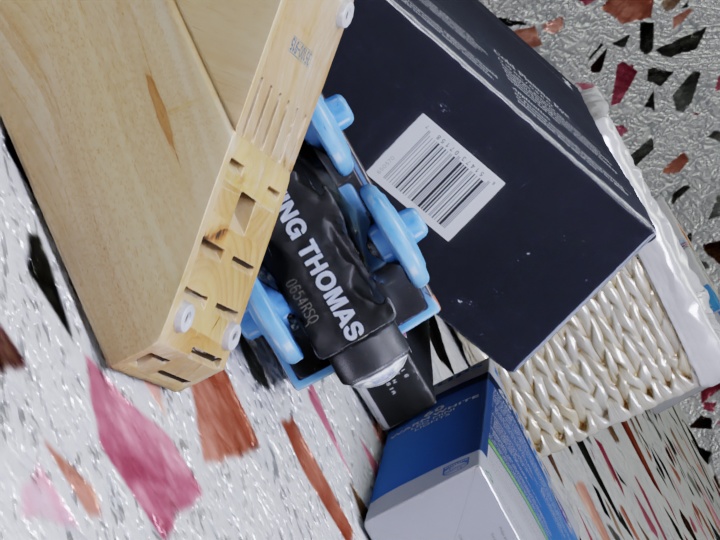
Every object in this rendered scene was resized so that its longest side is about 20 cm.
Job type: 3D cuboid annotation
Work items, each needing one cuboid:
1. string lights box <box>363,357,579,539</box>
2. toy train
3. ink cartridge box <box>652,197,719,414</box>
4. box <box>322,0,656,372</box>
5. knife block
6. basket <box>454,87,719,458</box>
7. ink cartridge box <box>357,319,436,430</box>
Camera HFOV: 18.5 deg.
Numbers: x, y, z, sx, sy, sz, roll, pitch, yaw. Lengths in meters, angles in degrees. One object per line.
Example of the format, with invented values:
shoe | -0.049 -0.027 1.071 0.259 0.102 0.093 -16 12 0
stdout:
string lights box | 0.057 0.117 1.016 0.103 0.059 0.200 62 9 -7
toy train | -0.039 -0.044 0.889 0.201 0.086 0.114 60 0 -1
ink cartridge box | 0.380 0.044 2.808 0.147 0.144 0.201 50 14 -49
box | 0.026 -0.079 1.088 0.200 0.104 0.182 39 16 -22
knife block | -0.101 -0.079 0.745 0.064 0.175 0.201 32 76 -71
basket | 0.143 0.002 1.524 0.201 0.160 0.198 60 9 -7
ink cartridge box | 0.000 0.000 1.129 0.095 0.037 0.200 59 7 -17
